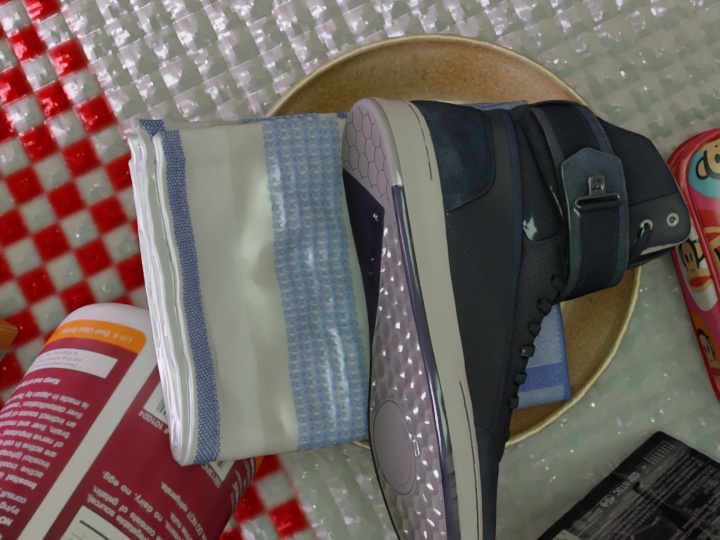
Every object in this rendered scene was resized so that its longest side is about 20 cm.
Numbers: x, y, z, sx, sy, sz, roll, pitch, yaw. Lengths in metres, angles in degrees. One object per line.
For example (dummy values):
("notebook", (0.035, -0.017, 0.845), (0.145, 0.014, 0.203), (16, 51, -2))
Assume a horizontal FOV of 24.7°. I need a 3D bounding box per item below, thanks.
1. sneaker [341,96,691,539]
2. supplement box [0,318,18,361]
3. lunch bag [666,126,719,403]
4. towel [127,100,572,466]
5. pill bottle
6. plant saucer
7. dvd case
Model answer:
("sneaker", (0.075, 0.025, 0.700), (0.145, 0.077, 0.204), (-3, 86, -25))
("supplement box", (-0.269, 0.078, 0.764), (0.126, 0.074, 0.201), (33, 87, 2))
("lunch bag", (0.252, -0.003, 0.764), (0.199, 0.082, 0.177), (-17, 87, -1))
("towel", (0.000, 0.000, 0.719), (0.199, 0.024, 0.148), (-6, 87, -26))
("pill bottle", (-0.128, 0.121, 0.705), (0.113, 0.113, 0.200), (29, 57, 2))
("plant saucer", (0.034, -0.011, 0.788), (0.199, 0.035, 0.201), (0, 86, 0))
("dvd case", (0.175, 0.152, 0.701), (0.199, 0.148, 0.016), (28, 128, 28))
